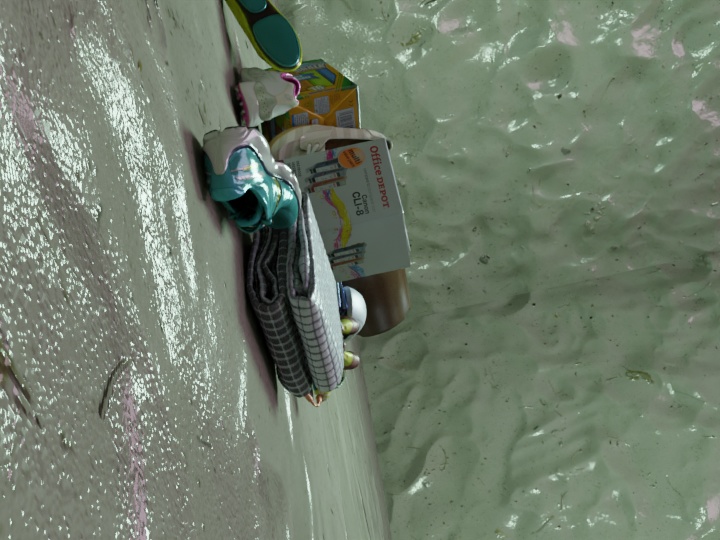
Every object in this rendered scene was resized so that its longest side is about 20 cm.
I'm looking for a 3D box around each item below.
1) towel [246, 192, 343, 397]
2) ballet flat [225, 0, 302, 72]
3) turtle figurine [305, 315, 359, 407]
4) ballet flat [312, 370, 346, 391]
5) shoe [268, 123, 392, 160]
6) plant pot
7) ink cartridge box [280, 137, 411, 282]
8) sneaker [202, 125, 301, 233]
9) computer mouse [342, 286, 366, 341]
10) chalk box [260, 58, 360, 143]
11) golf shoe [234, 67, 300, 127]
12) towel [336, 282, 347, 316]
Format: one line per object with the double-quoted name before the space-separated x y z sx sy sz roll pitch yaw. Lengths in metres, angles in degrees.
"towel" -0.080 0.025 0.986 0.201 0.085 0.166 -99 176 -47
"ballet flat" -0.150 -0.368 1.256 0.201 0.067 0.067 57 -20 11
"turtle figurine" -0.050 0.088 1.180 0.161 0.064 0.201 16 56 -67
"ballet flat" -0.056 0.143 1.303 0.200 0.074 0.075 75 3 -72
"shoe" -0.044 -0.185 1.265 0.053 0.199 0.070 34 -52 58
"plant pot" 0.000 0.000 1.519 0.201 0.199 0.199 -101 174 -56
"ink cartridge box" -0.037 -0.079 1.225 0.145 0.199 0.146 77 1 -58
"sneaker" -0.114 -0.075 0.854 0.200 0.077 0.080 46 40 -71
"computer mouse" -0.024 0.083 1.351 0.200 0.044 0.110 130 -40 -66
"chalk box" -0.094 -0.262 1.362 0.200 0.123 0.125 -133 -148 -52
"golf shoe" -0.131 -0.256 1.214 0.200 0.091 0.076 -104 -179 -65
"towel" -0.056 0.050 1.362 0.200 0.024 0.145 117 -27 -53
